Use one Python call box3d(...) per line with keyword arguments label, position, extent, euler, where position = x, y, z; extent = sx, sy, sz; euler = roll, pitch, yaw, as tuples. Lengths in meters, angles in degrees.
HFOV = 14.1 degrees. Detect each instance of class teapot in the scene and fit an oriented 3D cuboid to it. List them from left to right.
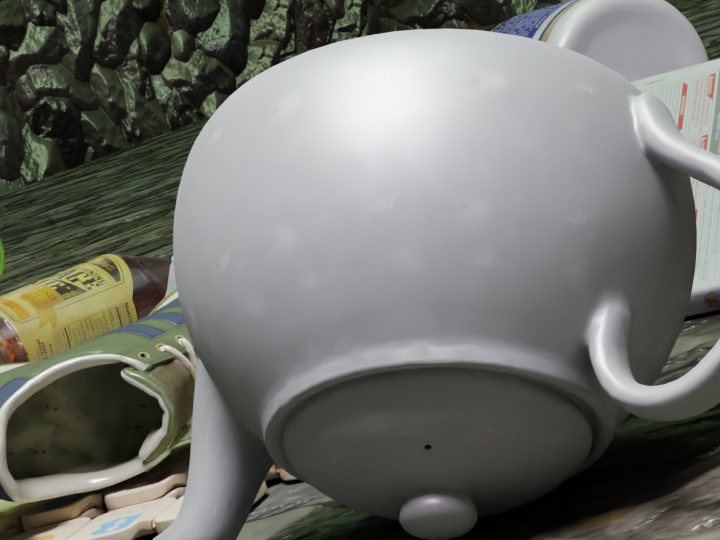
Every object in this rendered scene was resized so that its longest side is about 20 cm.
box3d(label="teapot", position=(0.030, 0.020, 1.000), extent=(0.196, 0.147, 0.200), euler=(2, -29, -6))

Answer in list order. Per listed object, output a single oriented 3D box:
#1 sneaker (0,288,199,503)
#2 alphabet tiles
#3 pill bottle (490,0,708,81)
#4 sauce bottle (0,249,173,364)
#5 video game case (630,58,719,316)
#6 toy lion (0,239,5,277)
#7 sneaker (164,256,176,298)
box3d(label="sneaker", position=(-0.084, 0.053, 1.232), extent=(0.199, 0.068, 0.090), euler=(-19, 15, -18))
box3d(label="alphabet tiles", position=(-0.079, 0.086, 1.253), extent=(0.199, 0.015, 0.196), euler=(-15, 8, 18))
box3d(label="pill bottle", position=(0.132, -0.112, 1.856), extent=(0.115, 0.116, 0.200), euler=(-20, 6, -19))
box3d(label="sauce bottle", position=(-0.156, 0.027, 1.702), extent=(0.066, 0.066, 0.200), euler=(-11, 9, 42))
box3d(label="video game case", position=(0.185, -0.046, 1.298), extent=(0.199, 0.018, 0.144), euler=(-14, 44, 30))
box3d(label="toy lion", position=(-0.249, 0.033, 1.351), extent=(0.199, 0.193, 0.068), euler=(-23, 9, -36))
box3d(label="sneaker", position=(0.000, 0.000, 1.359), extent=(0.199, 0.089, 0.075), euler=(-19, 24, -27))
